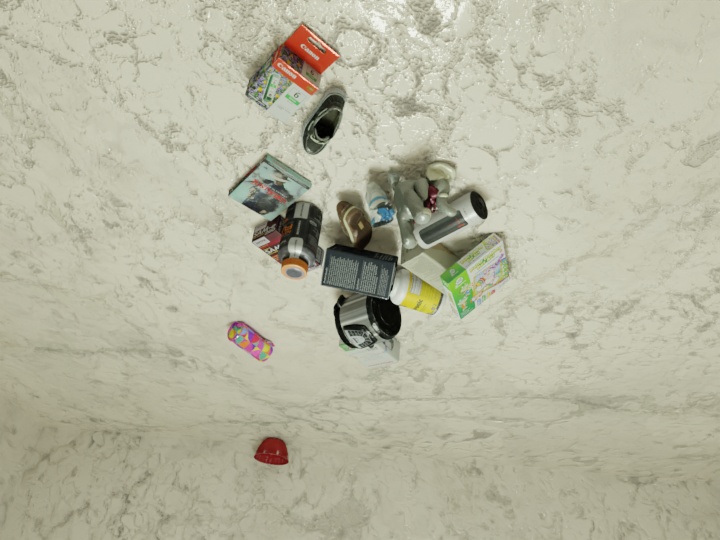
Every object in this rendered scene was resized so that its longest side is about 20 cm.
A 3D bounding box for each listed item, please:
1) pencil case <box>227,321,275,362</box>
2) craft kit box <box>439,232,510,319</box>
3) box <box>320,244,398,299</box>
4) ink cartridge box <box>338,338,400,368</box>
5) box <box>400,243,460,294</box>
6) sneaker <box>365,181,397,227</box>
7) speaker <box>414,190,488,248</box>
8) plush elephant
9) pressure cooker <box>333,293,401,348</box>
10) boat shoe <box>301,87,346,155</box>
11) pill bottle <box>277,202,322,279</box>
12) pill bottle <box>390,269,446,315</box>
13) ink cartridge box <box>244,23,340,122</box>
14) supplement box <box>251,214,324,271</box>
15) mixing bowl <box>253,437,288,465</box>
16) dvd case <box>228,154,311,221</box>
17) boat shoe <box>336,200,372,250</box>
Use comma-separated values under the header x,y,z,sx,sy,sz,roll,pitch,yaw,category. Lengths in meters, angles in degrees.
x,y,z,sx,sy,sz,roll,pitch,yaw,category
-0.417,0.271,2.231,0.087,0.090,0.200,-15,142,28,pencil case
0.331,0.020,1.673,0.199,0.049,0.198,-38,138,-7,craft kit box
0.000,0.000,1.665,0.197,0.109,0.148,12,-171,6,box
0.036,0.273,2.145,0.144,0.089,0.200,-16,137,31,ink cartridge box
0.216,-0.018,1.704,0.199,0.079,0.094,33,137,-32,box
0.049,-0.175,1.526,0.074,0.088,0.200,-21,166,-1,sneaker
0.235,-0.131,1.540,0.081,0.082,0.199,32,138,-32,speaker
0.164,-0.173,1.439,0.152,0.202,0.166,-11,151,-16,plush elephant
0.013,0.160,1.900,0.198,0.179,0.177,-20,163,35,pressure cooker
-0.090,-0.323,1.328,0.071,0.072,0.200,16,145,-14,boat shoe
-0.164,-0.076,1.581,0.104,0.203,0.107,4,146,3,pill bottle
0.157,0.060,1.799,0.197,0.113,0.112,17,144,-13,pill bottle
-0.145,-0.409,1.233,0.108,0.051,0.199,30,140,-30,ink cartridge box
-0.210,-0.069,1.724,0.108,0.062,0.200,-20,136,34,supplement box
-0.485,0.996,3.253,0.196,0.110,0.201,5,145,4,mixing bowl
-0.243,-0.215,1.556,0.145,0.022,0.199,30,138,-29,dvd case
-0.021,-0.130,1.612,0.075,0.075,0.203,38,165,24,boat shoe
